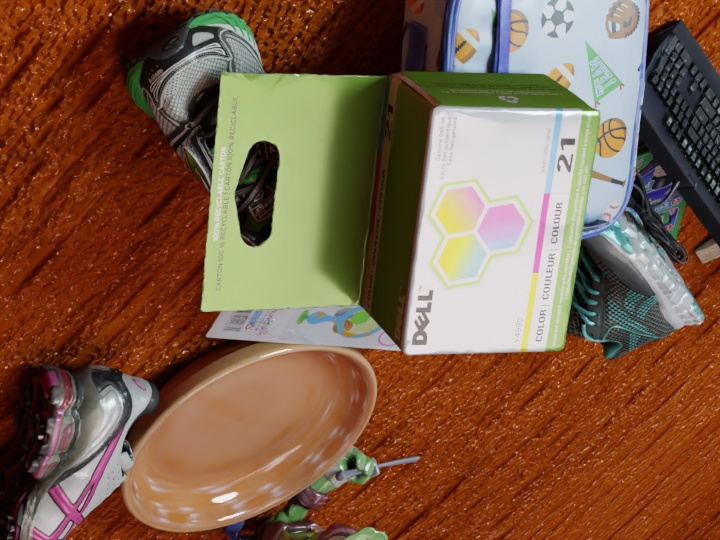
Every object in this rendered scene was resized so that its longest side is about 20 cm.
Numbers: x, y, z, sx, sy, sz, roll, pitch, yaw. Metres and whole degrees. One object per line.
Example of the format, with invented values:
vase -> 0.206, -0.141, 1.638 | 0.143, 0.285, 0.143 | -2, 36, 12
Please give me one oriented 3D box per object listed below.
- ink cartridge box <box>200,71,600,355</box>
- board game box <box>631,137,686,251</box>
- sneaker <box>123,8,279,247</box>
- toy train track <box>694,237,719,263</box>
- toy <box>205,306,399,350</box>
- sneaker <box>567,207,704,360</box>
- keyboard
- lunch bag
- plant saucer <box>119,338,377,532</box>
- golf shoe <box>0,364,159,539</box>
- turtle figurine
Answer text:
ink cartridge box -> 0.020, -0.031, 1.152 | 0.199, 0.076, 0.149 | -1, 111, -21
board game box -> 0.147, -0.034, 1.478 | 0.199, 0.029, 0.135 | -20, 146, -20
sneaker -> -0.069, -0.077, 1.190 | 0.078, 0.085, 0.200 | -33, 146, 2
toy train track -> 0.337, -0.018, 1.653 | 0.115, 0.033, 0.200 | -37, 148, 6
toy -> 0.000, 0.000, 1.384 | 0.199, 0.047, 0.115 | 1, 138, -34
sneaker -> 0.180, 0.014, 1.478 | 0.091, 0.078, 0.200 | -33, 146, 9
keyboard -> 0.230, -0.070, 1.425 | 0.127, 0.021, 0.200 | -57, 134, -13
lunch bag -> 0.093, -0.101, 1.242 | 0.160, 0.075, 0.201 | -11, 114, -31
plant saucer -> -0.084, 0.110, 1.466 | 0.199, 0.038, 0.201 | -21, 145, -16
golf shoe -> -0.196, 0.145, 1.374 | 0.092, 0.073, 0.200 | 3, 134, -29
turtle figurine -> 0.006, 0.214, 1.551 | 0.199, 0.194, 0.145 | 21, 93, -18
